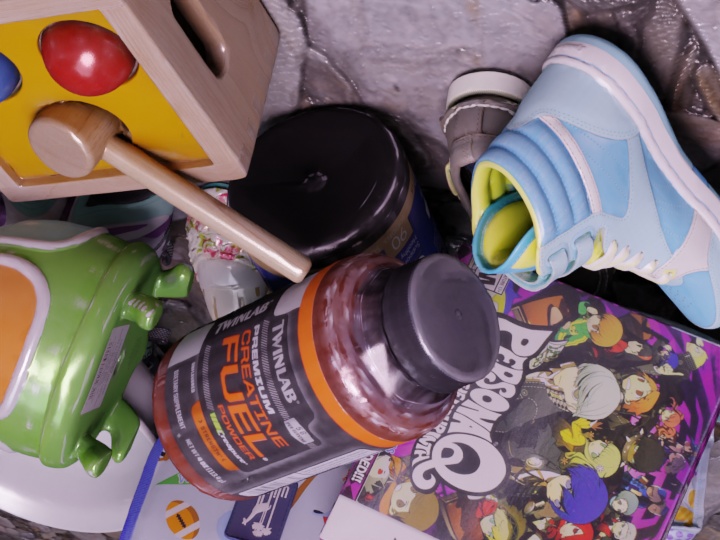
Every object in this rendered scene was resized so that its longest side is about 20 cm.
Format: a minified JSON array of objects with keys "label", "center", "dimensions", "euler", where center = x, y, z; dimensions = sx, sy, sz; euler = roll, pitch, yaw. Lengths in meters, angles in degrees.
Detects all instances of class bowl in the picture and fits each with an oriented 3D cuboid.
[{"label":"bowl","center":[-0.211,0.088,1.125],"dimensions":[0.200,0.091,0.202],"euler":[12,139,10]}]

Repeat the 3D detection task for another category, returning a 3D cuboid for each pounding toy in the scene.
[{"label":"pounding toy","center":[-0.133,-0.099,0.871],"dimensions":[0.183,0.143,0.200],"euler":[-4,145,23]}]

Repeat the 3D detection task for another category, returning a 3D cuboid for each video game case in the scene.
[{"label":"video game case","center":[0.098,0.105,0.944],"dimensions":[0.181,0.201,0.036],"euler":[23,165,18]}]

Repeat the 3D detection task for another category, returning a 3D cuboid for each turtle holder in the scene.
[{"label":"turtle holder","center":[-0.177,0.027,0.945],"dimensions":[0.131,0.186,0.141],"euler":[21,122,2]}]

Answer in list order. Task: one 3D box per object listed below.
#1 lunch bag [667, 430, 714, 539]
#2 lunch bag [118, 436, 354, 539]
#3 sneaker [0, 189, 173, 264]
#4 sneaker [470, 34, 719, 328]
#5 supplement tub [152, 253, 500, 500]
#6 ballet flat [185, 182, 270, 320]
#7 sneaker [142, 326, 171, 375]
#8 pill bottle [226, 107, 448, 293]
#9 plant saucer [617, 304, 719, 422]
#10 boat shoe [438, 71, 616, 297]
[{"label":"lunch bag","center":[0.142,0.164,1.221],"dimensions":[0.199,0.128,0.170],"euler":[18,147,1]},{"label":"lunch bag","center":[-0.048,0.152,1.048],"dimensions":[0.169,0.200,0.125],"euler":[11,116,12]},{"label":"sneaker","center":[-0.217,-0.030,1.055],"dimensions":[0.199,0.078,0.140],"euler":[10,148,3]},{"label":"sneaker","center":[0.130,-0.015,0.897],"dimensions":[0.200,0.131,0.079],"euler":[52,159,-23]},{"label":"supplement tub","center":[-0.019,0.055,0.905],"dimensions":[0.107,0.107,0.200],"euler":[33,139,-32]},{"label":"ballet flat","center":[-0.076,0.022,1.119],"dimensions":[0.075,0.064,0.200],"euler":[2,147,15]},{"label":"sneaker","center":[-0.164,0.073,1.214],"dimensions":[0.199,0.078,0.140],"euler":[26,146,-24]},{"label":"pill bottle","center":[0.000,0.000,1.016],"dimensions":[0.111,0.112,0.200],"euler":[-2,146,20]},{"label":"plant saucer","center":[0.173,0.055,1.074],"dimensions":[0.199,0.036,0.200],"euler":[17,170,3]},{"label":"boat shoe","center":[0.103,-0.035,0.978],"dimensions":[0.072,0.061,0.202],"euler":[-7,144,27]}]
